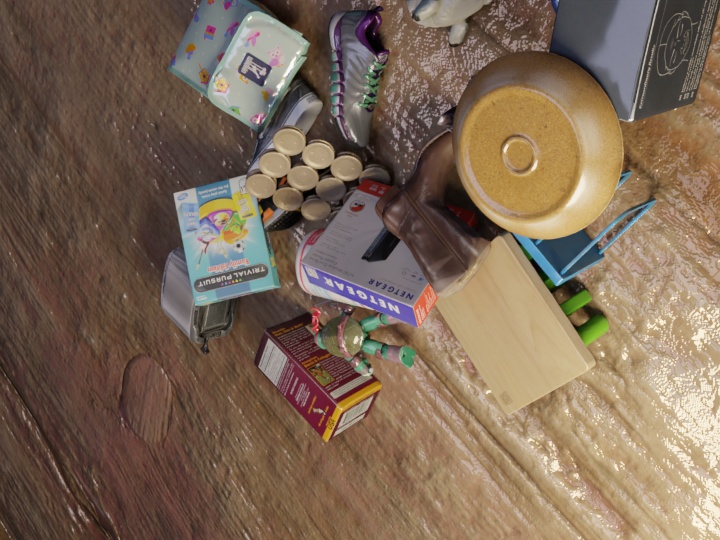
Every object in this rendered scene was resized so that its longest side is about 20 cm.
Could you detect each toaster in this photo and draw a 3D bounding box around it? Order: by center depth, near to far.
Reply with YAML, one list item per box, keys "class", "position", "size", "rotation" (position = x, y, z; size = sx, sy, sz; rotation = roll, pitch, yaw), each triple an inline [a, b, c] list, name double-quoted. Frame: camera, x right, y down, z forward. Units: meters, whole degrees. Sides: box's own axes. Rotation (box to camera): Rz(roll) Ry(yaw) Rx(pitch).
- class: "toaster"
  position: [-0.308, 0.043, 1.546]
  size: [0.128, 0.113, 0.203]
  rotation: [34, 122, 33]

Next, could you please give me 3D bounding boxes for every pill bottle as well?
- class: "pill bottle"
  position: [0.000, 0.000, 1.260]
  size: [0.198, 0.108, 0.111]
  rotation: [11, 111, 38]

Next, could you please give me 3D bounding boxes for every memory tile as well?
- class: "memory tile"
  position: [-0.067, -0.138, 1.245]
  size: [0.154, 0.197, 0.017]
  rotation: [-50, 28, 39]

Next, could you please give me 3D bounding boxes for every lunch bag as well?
- class: "lunch bag"
  position: [-0.186, -0.338, 1.283]
  size: [0.199, 0.121, 0.172]
  rotation: [40, 105, 26]

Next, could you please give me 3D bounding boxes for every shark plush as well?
- class: "shark plush"
  position: [0.134, -0.387, 1.049]
  size: [0.200, 0.090, 0.085]
  rotation: [-42, 45, 46]

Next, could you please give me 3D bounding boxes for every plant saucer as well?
- class: "plant saucer"
  position: [0.173, -0.124, 0.845]
  size: [0.198, 0.035, 0.204]
  rotation: [18, 121, 32]

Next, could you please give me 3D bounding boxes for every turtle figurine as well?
- class: "turtle figurine"
  position: [-0.006, 0.107, 1.313]
  size: [0.197, 0.100, 0.153]
  rotation: [-3, 102, 36]

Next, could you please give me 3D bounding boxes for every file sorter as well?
- class: "file sorter"
  position: [0.244, -0.110, 0.991]
  size: [0.201, 0.138, 0.123]
  rotation: [53, 128, 15]

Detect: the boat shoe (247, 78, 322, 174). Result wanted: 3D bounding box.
- class: "boat shoe"
  position: [-0.139, -0.229, 1.334]
  size: [0.068, 0.071, 0.200]
  rotation: [51, 128, 14]

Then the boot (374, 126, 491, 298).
- class: "boot"
  position: [0.127, -0.081, 1.076]
  size: [0.187, 0.064, 0.201]
  rotation: [-48, 45, 11]

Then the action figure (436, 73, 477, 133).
- class: "action figure"
  position: [0.186, -0.132, 0.905]
  size: [0.200, 0.069, 0.131]
  rotation: [43, 116, 18]

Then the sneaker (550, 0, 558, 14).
- class: "sneaker"
  position: [0.248, -0.397, 0.943]
  size: [0.087, 0.075, 0.203]
  rotation: [-18, 101, 40]

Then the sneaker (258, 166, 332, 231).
- class: "sneaker"
  position: [-0.109, -0.145, 1.337]
  size: [0.199, 0.069, 0.091]
  rotation: [-36, 70, 39]

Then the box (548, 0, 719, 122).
- class: "box"
  position: [0.293, -0.253, 0.856]
  size: [0.106, 0.199, 0.151]
  rotation: [23, 118, 33]

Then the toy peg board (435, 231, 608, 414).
- class: "toy peg board"
  position: [0.227, 0.063, 1.107]
  size: [0.202, 0.097, 0.199]
  rotation: [58, 148, 12]

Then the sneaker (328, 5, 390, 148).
- class: "sneaker"
  position: [0.005, -0.284, 1.191]
  size: [0.086, 0.074, 0.204]
  rotation: [1, 104, 36]

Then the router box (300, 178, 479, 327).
- class: "router box"
  position: [0.044, -0.031, 1.157]
  size: [0.198, 0.180, 0.049]
  rotation: [20, 150, 30]

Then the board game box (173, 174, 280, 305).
- class: "board game box"
  position: [-0.236, -0.054, 1.421]
  size: [0.148, 0.047, 0.204]
  rotation: [-13, 85, 7]

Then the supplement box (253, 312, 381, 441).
- class: "supplement box"
  position: [-0.076, 0.178, 1.383]
  size: [0.200, 0.110, 0.087]
  rotation: [42, 128, 24]
